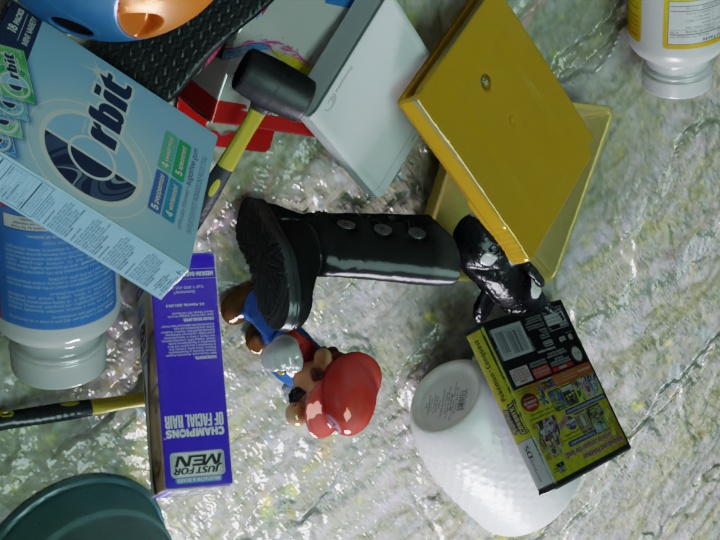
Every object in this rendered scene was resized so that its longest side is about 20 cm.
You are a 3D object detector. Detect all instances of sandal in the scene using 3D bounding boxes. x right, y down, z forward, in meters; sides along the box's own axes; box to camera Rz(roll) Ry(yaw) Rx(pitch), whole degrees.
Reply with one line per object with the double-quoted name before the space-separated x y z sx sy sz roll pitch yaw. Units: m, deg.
"sandal" -0.145 -0.193 1.311 0.199 0.045 0.075 -35 94 9

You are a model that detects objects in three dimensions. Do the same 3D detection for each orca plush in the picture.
"orca plush" 0.127 0.017 1.574 0.071 0.105 0.200 -51 159 -5

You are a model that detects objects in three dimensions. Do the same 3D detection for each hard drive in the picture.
"hard drive" 0.013 -0.157 1.434 0.132 0.027 0.200 -59 155 -6

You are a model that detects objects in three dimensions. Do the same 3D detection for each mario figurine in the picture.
"mario figurine" -0.066 0.095 1.467 0.123 0.200 0.107 6 112 -39

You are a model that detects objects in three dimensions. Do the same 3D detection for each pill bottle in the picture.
"pill bottle" 0.319 -0.277 1.600 0.104 0.104 0.201 -23 129 -24
"pill bottle" -0.255 -0.006 1.323 0.112 0.112 0.201 -16 124 -29

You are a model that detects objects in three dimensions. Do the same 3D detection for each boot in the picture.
"boot" 0.000 -0.001 1.461 0.199 0.165 0.066 8 128 -26

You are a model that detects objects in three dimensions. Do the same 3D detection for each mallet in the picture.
"mallet" -0.101 -0.090 1.345 0.065 0.041 0.201 18 118 -15
"mallet" -0.233 0.128 1.443 0.199 0.066 0.041 -12 124 -31

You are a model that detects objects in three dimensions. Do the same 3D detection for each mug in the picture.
"mug" 0.145 0.157 1.721 0.175 0.147 0.201 45 58 -39

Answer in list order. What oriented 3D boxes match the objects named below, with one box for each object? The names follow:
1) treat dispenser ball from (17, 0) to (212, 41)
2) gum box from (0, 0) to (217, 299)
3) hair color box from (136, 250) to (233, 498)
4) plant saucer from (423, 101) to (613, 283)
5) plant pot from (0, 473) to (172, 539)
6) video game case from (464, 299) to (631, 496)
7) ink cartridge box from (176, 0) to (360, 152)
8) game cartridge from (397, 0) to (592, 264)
"treat dispenser ball" -0.179 -0.268 1.161 0.200 0.201 0.202 -19 126 -27
"gum box" -0.211 -0.094 1.223 0.199 0.171 0.045 33 126 -23
"hair color box" -0.155 0.093 1.389 0.064 0.109 0.202 -4 80 -15
"plant saucer" 0.144 -0.088 1.621 0.199 0.048 0.201 1 115 -38
"plant pot" -0.228 0.326 1.488 0.199 0.196 0.202 -19 126 -28
"video game case" 0.200 0.128 1.681 0.025 0.182 0.200 -30 171 31
"ink cartridge box" -0.080 -0.187 1.376 0.116 0.067 0.201 4 114 -38
"game cartridge" 0.133 -0.136 1.499 0.200 0.032 0.177 54 50 -25
